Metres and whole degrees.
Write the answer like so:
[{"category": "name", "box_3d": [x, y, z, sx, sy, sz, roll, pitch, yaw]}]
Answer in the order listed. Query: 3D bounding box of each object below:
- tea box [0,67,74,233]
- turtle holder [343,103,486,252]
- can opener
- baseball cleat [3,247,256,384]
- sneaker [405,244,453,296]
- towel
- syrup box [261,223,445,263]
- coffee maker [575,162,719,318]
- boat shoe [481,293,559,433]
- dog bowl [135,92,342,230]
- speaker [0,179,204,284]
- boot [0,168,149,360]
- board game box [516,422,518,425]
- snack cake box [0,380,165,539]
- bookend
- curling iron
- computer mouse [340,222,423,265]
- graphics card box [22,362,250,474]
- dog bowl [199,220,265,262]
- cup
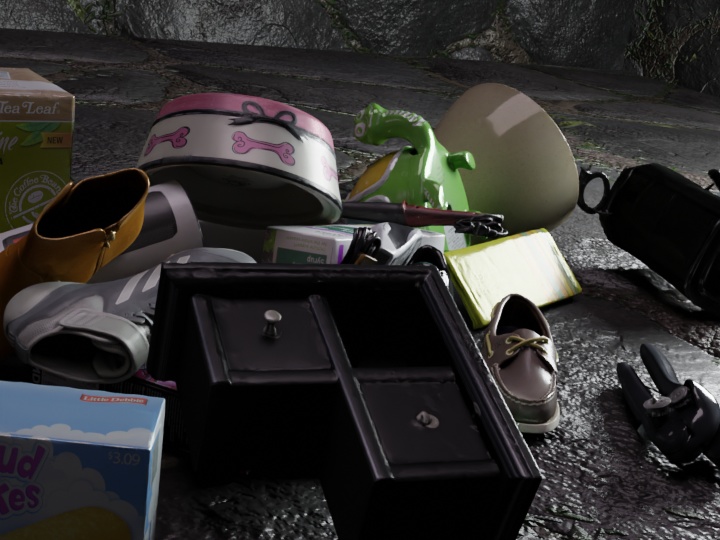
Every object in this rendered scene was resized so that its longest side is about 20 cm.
[{"category": "tea box", "box_3d": [-0.370, -0.073, 1.023, 0.197, 0.200, 0.133, -5, 21, -35]}, {"category": "turtle holder", "box_3d": [0.046, -0.070, 1.239, 0.130, 0.187, 0.142, -7, 46, 27]}, {"category": "can opener", "box_3d": [0.251, 0.111, 0.970, 0.063, 0.079, 0.200, -32, 16, 3]}, {"category": "baseball cleat", "box_3d": [-0.151, 0.039, 0.838, 0.197, 0.071, 0.106, -14, 32, -25]}, {"category": "sneaker", "box_3d": [0.035, 0.038, 0.950, 0.074, 0.081, 0.200, 11, 19, 7]}, {"category": "towel", "box_3d": [0.160, 0.006, 1.228, 0.198, 0.018, 0.087, -13, 69, -49]}, {"category": "syrup box", "box_3d": [-0.004, 0.001, 1.092, 0.078, 0.083, 0.199, 9, 7, 33]}, {"category": "coffee maker", "box_3d": [0.370, -0.036, 1.346, 0.188, 0.137, 0.200, -1, 20, -17]}, {"category": "boat shoe", "box_3d": [0.136, 0.077, 0.999, 0.070, 0.061, 0.200, 9, 17, 2]}, {"category": "dog bowl", "box_3d": [-0.110, -0.100, 1.083, 0.196, 0.075, 0.200, 6, -13, 1]}, {"category": "speaker", "box_3d": [-0.238, -0.010, 0.990, 0.197, 0.083, 0.081, -19, 26, -20]}, {"category": "boot", "box_3d": [-0.246, -0.004, 0.865, 0.200, 0.071, 0.144, -38, -3, -22]}, {"category": "board game box", "box_3d": [0.028, 0.094, 0.951, 0.132, 0.030, 0.200, 3, 18, -18]}, {"category": "snack cake box", "box_3d": [-0.207, 0.121, 0.613, 0.196, 0.117, 0.067, 6, 17, -4]}, {"category": "bookend", "box_3d": [-0.021, 0.091, 0.733, 0.196, 0.093, 0.200, 1, 38, -20]}, {"category": "curling iron", "box_3d": [0.048, -0.056, 1.147, 0.196, 0.026, 0.049, 9, 4, 18]}, {"category": "computer mouse", "box_3d": [0.000, 0.000, 0.957, 0.043, 0.111, 0.200, 32, 18, 9]}, {"category": "graphics card box", "box_3d": [-0.139, 0.082, 0.880, 0.197, 0.052, 0.125, 14, 19, 22]}, {"category": "dog bowl", "box_3d": [-0.136, -0.001, 1.131, 0.196, 0.060, 0.200, 6, 17, -2]}, {"category": "cup", "box_3d": [0.140, -0.101, 1.399, 0.143, 0.203, 0.199, -36, 40, -29]}]
